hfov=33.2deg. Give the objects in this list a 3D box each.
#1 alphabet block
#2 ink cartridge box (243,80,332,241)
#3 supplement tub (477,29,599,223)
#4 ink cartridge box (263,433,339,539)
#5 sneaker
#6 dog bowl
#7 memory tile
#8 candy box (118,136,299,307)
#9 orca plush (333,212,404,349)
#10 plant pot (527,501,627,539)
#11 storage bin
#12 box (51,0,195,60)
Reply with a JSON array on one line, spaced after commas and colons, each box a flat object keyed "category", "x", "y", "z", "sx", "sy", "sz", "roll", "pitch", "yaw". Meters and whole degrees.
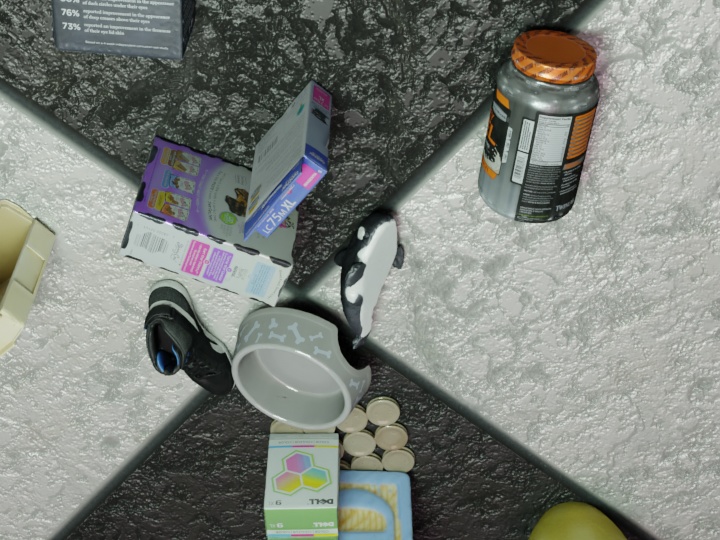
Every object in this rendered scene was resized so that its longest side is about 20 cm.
[{"category": "alphabet block", "x": -0.020, "y": 0.434, "z": 1.791, "sx": 0.192, "sy": 0.198, "sz": 0.202, "roll": 3, "pitch": 132, "yaw": -1}, {"category": "ink cartridge box", "x": -0.083, "y": -0.122, "z": 1.399, "sx": 0.042, "sy": 0.201, "sz": 0.119, "roll": 33, "pitch": 121, "yaw": -20}, {"category": "supplement tub", "x": 0.209, "y": -0.168, "z": 1.405, "sx": 0.121, "sy": 0.123, "sz": 0.202, "roll": 5, "pitch": 125, "yaw": -2}, {"category": "ink cartridge box", "x": -0.082, "y": 0.319, "z": 1.697, "sx": 0.102, "sy": 0.201, "sz": 0.060, "roll": -1, "pitch": 127, "yaw": 1}, {"category": "sneaker", "x": -0.238, "y": 0.122, "z": 1.635, "sx": 0.072, "sy": 0.113, "sz": 0.201, "roll": -19, "pitch": 123, "yaw": 16}, {"category": "dog bowl", "x": -0.086, "y": 0.140, "z": 1.641, "sx": 0.197, "sy": 0.059, "sz": 0.202, "roll": 13, "pitch": 139, "yaw": 12}, {"category": "memory tile", "x": -0.025, "y": 0.258, "z": 1.786, "sx": 0.197, "sy": 0.017, "sz": 0.155, "roll": -12, "pitch": 125, "yaw": 10}, {"category": "candy box", "x": -0.177, "y": -0.061, "z": 1.466, "sx": 0.197, "sy": 0.169, "sz": 0.072, "roll": 19, "pitch": 125, "yaw": -11}, {"category": "orca plush", "x": 0.000, "y": 0.000, "z": 1.588, "sx": 0.071, "sy": 0.105, "sz": 0.202, "roll": 36, "pitch": 147, "yaw": 31}, {"category": "plant pot", "x": 0.328, "y": 0.437, "z": 1.826, "sx": 0.197, "sy": 0.143, "sz": 0.202, "roll": 1, "pitch": 126, "yaw": 2}, {"category": "storage bin", "x": -0.496, "y": 0.039, "z": 1.529, "sx": 0.198, "sy": 0.201, "sz": 0.094, "roll": -34, "pitch": 120, "yaw": 24}, {"category": "box", "x": -0.256, "y": -0.344, "z": 1.304, "sx": 0.146, "sy": 0.105, "sz": 0.202, "roll": 5, "pitch": 126, "yaw": -2}]
